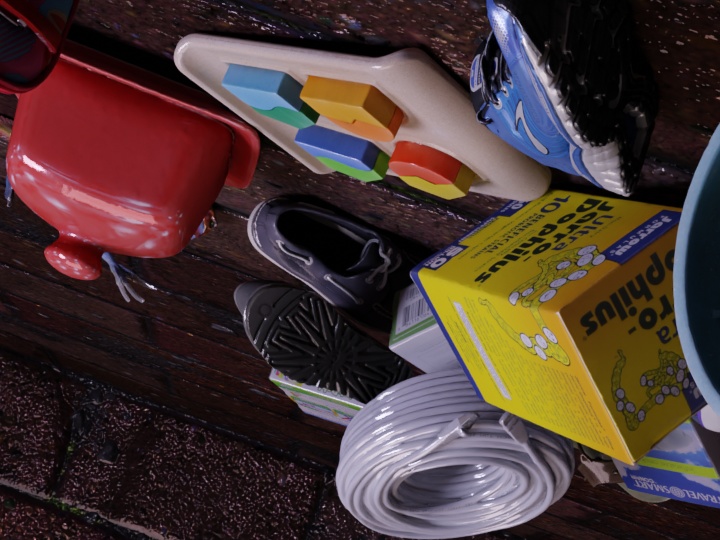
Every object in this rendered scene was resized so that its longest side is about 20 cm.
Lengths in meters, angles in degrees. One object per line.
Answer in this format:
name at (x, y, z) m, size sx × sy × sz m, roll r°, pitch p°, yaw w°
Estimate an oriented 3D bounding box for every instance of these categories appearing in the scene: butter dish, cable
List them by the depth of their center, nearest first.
butter dish at (-0.186, -0.065, 1.160) m, size 0.198 × 0.149 × 0.200 m, roll 20°, pitch 168°, yaw -4°
cable at (0.077, 0.156, 1.308) m, size 0.199 × 0.070 × 0.200 m, roll -23°, pitch 143°, yaw 25°

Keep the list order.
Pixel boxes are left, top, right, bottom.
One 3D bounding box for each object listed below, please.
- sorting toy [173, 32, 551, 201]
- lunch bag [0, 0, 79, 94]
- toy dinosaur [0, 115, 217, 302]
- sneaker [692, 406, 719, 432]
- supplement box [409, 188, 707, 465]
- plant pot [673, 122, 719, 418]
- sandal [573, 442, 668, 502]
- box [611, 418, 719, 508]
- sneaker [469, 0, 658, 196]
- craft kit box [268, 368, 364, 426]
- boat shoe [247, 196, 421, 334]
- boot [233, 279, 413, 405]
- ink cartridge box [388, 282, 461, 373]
sorting toy at (-0.001, -0.092, 1.026) m, size 0.199 × 0.037 × 0.185 m, roll 9°, pitch 163°, yaw 40°
lunch bag at (-0.205, -0.170, 0.708) m, size 0.082 × 0.177 × 0.200 m, roll 11°, pitch 165°, yaw 34°
toy dinosaur at (-0.219, -0.077, 1.412) m, size 0.181 × 0.105 × 0.200 m, roll 17°, pitch -148°, yaw -52°
sneaker at (0.222, 0.053, 1.218) m, size 0.146 × 0.081 × 0.200 m, roll 23°, pitch 173°, yaw 28°
supplement box at (0.135, 0.026, 0.988) m, size 0.110 × 0.109 × 0.200 m, roll 60°, pitch 163°, yaw -18°
plant pot at (0.280, 0.007, 0.708) m, size 0.195 × 0.202 × 0.200 m, roll 19°, pitch 169°, yaw -31°
sandal at (0.245, 0.182, 1.497) m, size 0.080 × 0.058 × 0.201 m, roll -21°, pitch 137°, yaw 36°
box at (0.263, 0.136, 1.386) m, size 0.122 × 0.048 × 0.200 m, roll 6°, pitch 138°, yaw 45°
sneaker at (0.089, -0.094, 0.797) m, size 0.089 × 0.079 × 0.200 m, roll 12°, pitch 165°, yaw 22°
craft kit box at (-0.003, 0.177, 2.103) m, size 0.199 × 0.049 × 0.198 m, roll 16°, pitch 169°, yaw 16°
boat shoe at (0.000, 0.000, 1.320) m, size 0.199 × 0.073 × 0.063 m, roll 28°, pitch 169°, yaw -14°
boot at (-0.059, 0.041, 1.347) m, size 0.182 × 0.073 × 0.200 m, roll 38°, pitch -178°, yaw -33°
ink cartridge box at (0.129, 0.069, 1.313) m, size 0.200 × 0.060 × 0.104 m, roll 34°, pitch 136°, yaw -30°
